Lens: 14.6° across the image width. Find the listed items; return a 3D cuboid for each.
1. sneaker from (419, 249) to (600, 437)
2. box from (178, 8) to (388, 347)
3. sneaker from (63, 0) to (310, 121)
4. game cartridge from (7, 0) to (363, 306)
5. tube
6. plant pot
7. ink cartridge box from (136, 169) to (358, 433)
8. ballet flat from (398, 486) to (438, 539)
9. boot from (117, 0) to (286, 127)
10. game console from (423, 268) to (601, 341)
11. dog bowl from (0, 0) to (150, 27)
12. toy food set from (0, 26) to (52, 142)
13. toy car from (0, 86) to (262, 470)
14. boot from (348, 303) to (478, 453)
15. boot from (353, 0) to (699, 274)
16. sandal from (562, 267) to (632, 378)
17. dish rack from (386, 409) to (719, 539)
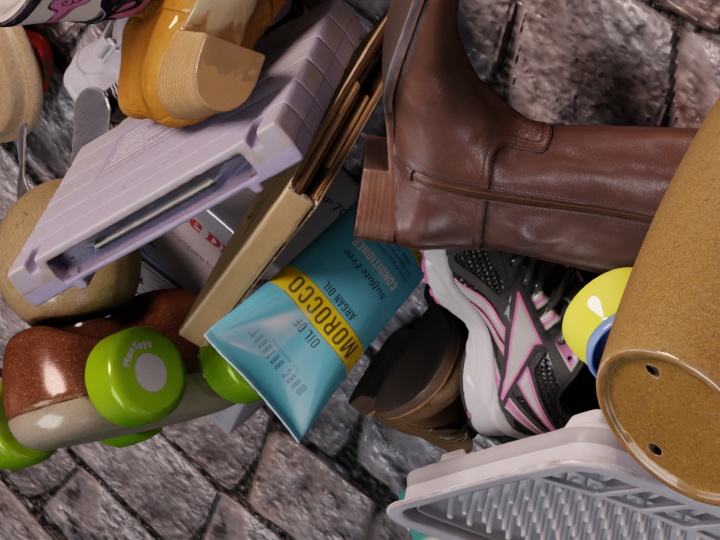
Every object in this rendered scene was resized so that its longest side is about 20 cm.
[{"bbox_3d":[0.097,0.015,1.533,0.086,0.080,0.201,13,141,30],"label":"sneaker"},{"bbox_3d":[-0.029,-0.060,1.536,0.021,0.164,0.200,31,150,-5],"label":"box"},{"bbox_3d":[-0.118,-0.157,1.615,0.199,0.075,0.115,-7,121,47],"label":"sneaker"},{"bbox_3d":[-0.091,-0.062,1.495,0.199,0.130,0.038,-27,110,33],"label":"game cartridge"},{"bbox_3d":[0.000,0.000,1.534,0.077,0.200,0.050,47,150,-7],"label":"tube"},{"bbox_3d":[0.201,0.010,1.312,0.186,0.200,0.187,31,147,23],"label":"plant pot"},{"bbox_3d":[-0.088,-0.012,1.737,0.146,0.086,0.200,40,149,8],"label":"ink cartridge box"},{"bbox_3d":[0.091,0.205,1.794,0.199,0.070,0.068,32,148,21],"label":"ballet flat"},{"bbox_3d":[-0.068,-0.171,1.468,0.071,0.202,0.144,25,175,-24],"label":"boot"},{"bbox_3d":[0.131,0.039,1.591,0.177,0.031,0.200,45,148,0],"label":"game console"},{"bbox_3d":[-0.142,-0.220,1.474,0.073,0.201,0.200,9,159,-24],"label":"dog bowl"},{"bbox_3d":[-0.276,-0.167,1.810,0.200,0.049,0.198,46,149,-3],"label":"toy food set"},{"bbox_3d":[-0.154,-0.001,1.658,0.164,0.157,0.201,-21,82,50],"label":"toy car"},{"bbox_3d":[0.049,0.071,1.666,0.075,0.074,0.200,34,172,-3],"label":"boot"},{"bbox_3d":[0.106,-0.076,1.409,0.199,0.064,0.187,9,131,-3],"label":"boot"},{"bbox_3d":[0.188,0.080,1.460,0.199,0.087,0.080,27,120,-28],"label":"sandal"},{"bbox_3d":[0.130,0.128,1.580,0.171,0.044,0.200,21,155,-30],"label":"dish rack"}]
